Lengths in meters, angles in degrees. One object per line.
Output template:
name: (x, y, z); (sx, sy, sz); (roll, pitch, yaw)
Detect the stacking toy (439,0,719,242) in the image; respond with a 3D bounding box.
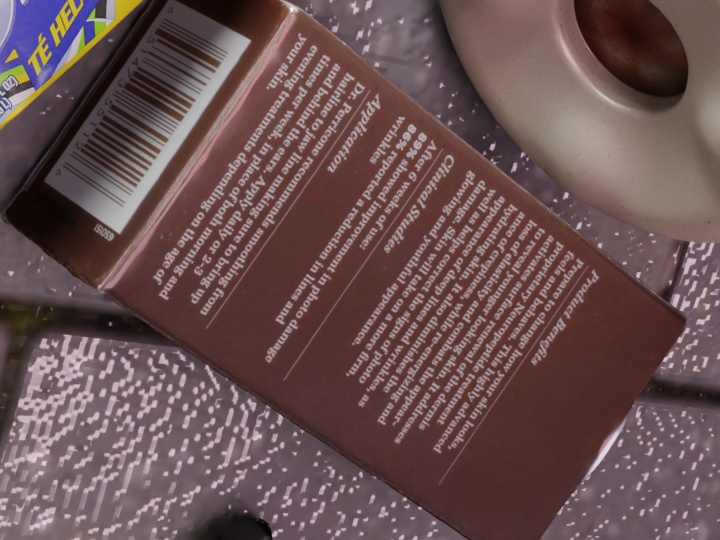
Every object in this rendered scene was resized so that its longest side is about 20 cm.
stacking toy: (0.133, -0.117, 0.826); (0.200, 0.146, 0.147); (-42, 129, -31)

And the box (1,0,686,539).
box: (0.000, 0.000, 0.807); (0.200, 0.075, 0.100); (37, 87, -37)

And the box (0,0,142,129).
box: (-0.075, -0.115, 0.706); (0.200, 0.070, 0.064); (-44, 125, -10)

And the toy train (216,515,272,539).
toy train: (-0.013, 0.166, 0.893); (0.046, 0.034, 0.200); (-34, 125, -13)
